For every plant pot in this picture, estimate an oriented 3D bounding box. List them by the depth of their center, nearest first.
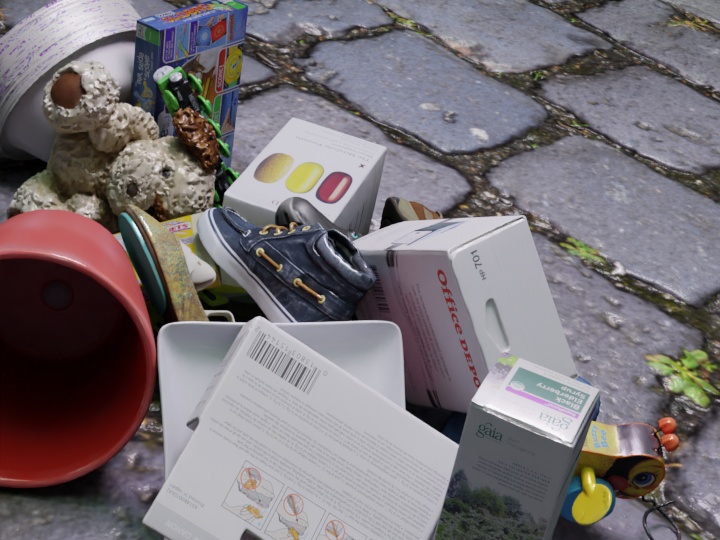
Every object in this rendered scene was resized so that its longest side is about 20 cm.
[{"bbox_3d":[-0.256,0.046,1.161,0.199,0.202,0.177,9,20,-7],"label":"plant pot"}]

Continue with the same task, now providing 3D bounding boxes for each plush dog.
[{"bbox_3d":[-0.221,-0.087,1.407,0.171,0.201,0.160,24,12,14],"label":"plush dog"}]

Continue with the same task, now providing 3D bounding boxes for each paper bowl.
[{"bbox_3d":[-0.296,-0.189,1.509,0.200,0.201,0.105,-25,72,-46],"label":"paper bowl"}]

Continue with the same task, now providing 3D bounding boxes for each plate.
[{"bbox_3d":[-0.059,0.140,1.118,0.198,0.202,0.032,0,-10,-20],"label":"plate"}]

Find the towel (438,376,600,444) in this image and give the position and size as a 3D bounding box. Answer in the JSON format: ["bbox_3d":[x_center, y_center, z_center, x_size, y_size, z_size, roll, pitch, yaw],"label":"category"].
[{"bbox_3d":[0.135,0.143,1.268,0.111,0.049,0.200,30,35,11],"label":"towel"}]

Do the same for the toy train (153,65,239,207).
[{"bbox_3d":[-0.163,-0.130,1.479,0.042,0.201,0.056,-36,48,-15],"label":"toy train"}]

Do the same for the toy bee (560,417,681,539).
[{"bbox_3d":[0.201,0.146,1.178,0.199,0.109,0.131,6,46,-34],"label":"toy bee"}]

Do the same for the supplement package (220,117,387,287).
[{"bbox_3d":[-0.060,-0.055,1.461,0.113,0.110,0.200,18,31,8],"label":"supplement package"}]

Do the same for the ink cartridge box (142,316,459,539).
[{"bbox_3d":[-0.041,0.161,1.078,0.199,0.045,0.177,34,68,-11],"label":"ink cartridge box"}]

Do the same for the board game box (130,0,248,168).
[{"bbox_3d":[-0.183,-0.175,1.520,0.034,0.201,0.135,26,32,28],"label":"board game box"}]

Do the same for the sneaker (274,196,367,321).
[{"bbox_3d":[0.000,0.000,1.341,0.079,0.200,0.075,-48,21,-20],"label":"sneaker"}]

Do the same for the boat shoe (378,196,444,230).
[{"bbox_3d":[0.075,-0.013,1.483,0.073,0.076,0.200,6,32,-18],"label":"boat shoe"}]

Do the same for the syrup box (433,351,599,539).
[{"bbox_3d":[0.107,0.169,1.071,0.078,0.201,0.081,21,32,15],"label":"syrup box"}]

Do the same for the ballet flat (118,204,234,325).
[{"bbox_3d":[-0.145,0.033,1.239,0.070,0.071,0.201,-17,84,-41],"label":"ballet flat"}]

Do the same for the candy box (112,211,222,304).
[{"bbox_3d":[-0.227,0.003,1.314,0.199,0.027,0.102,-14,32,-1],"label":"candy box"}]

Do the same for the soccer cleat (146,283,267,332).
[{"bbox_3d":[-0.116,0.044,1.344,0.199,0.065,0.084,8,-8,8],"label":"soccer cleat"}]

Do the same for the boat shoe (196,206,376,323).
[{"bbox_3d":[-0.062,-0.015,1.260,0.071,0.091,0.200,20,21,-51],"label":"boat shoe"}]

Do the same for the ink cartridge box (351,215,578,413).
[{"bbox_3d":[0.076,0.036,1.225,0.086,0.147,0.200,-25,12,-27],"label":"ink cartridge box"}]
